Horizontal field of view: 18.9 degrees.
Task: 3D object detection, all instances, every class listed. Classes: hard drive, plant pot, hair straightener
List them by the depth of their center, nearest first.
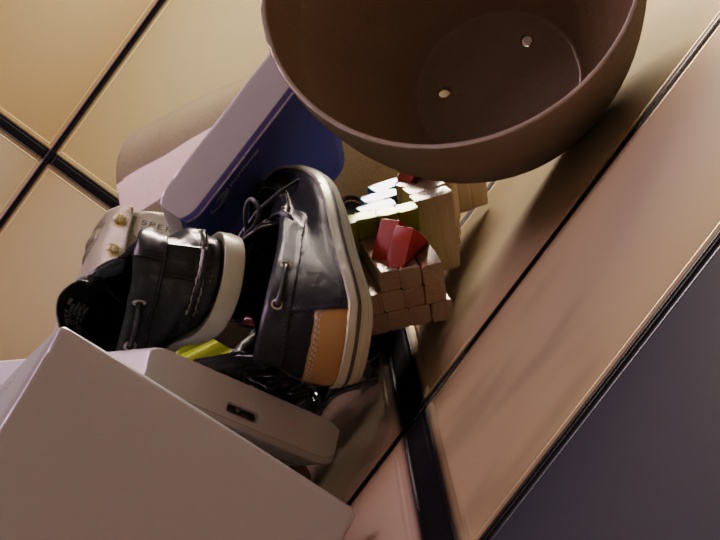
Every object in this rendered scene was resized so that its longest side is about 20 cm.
[{"bbox_3d":[0.061,-0.127,1.146,0.201,0.200,0.135,-55,-25,-11],"label":"plant pot"},{"bbox_3d":[-0.127,0.077,1.150,0.200,0.132,0.027,-6,66,46],"label":"hard drive"},{"bbox_3d":[-0.045,0.062,1.217,0.200,0.041,0.077,7,86,60],"label":"hair straightener"},{"bbox_3d":[-0.058,-0.053,1.261,0.132,0.025,0.200,-53,-12,-13],"label":"hard drive"},{"bbox_3d":[-0.031,-0.069,1.480,0.200,0.187,0.187,-33,17,27],"label":"plant pot"}]

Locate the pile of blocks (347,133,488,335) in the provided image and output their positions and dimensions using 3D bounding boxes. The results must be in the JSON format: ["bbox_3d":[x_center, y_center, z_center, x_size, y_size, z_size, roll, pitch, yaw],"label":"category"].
[{"bbox_3d":[0.020,-0.036,1.204,0.200,0.082,0.062,-67,-27,-61],"label":"pile of blocks"}]

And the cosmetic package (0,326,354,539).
[{"bbox_3d":[-0.135,0.156,1.029,0.167,0.167,0.200,-61,10,-22],"label":"cosmetic package"}]

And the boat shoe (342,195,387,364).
[{"bbox_3d":[0.000,0.000,1.314,0.057,0.069,0.200,-52,15,23],"label":"boat shoe"}]

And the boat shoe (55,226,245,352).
[{"bbox_3d":[-0.128,0.024,1.156,0.199,0.066,0.075,-27,53,61],"label":"boat shoe"}]

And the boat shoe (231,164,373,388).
[{"bbox_3d":[-0.041,-0.003,1.134,0.200,0.062,0.075,-110,28,-61],"label":"boat shoe"}]

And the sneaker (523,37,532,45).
[{"bbox_3d":[0.134,-0.212,1.399,0.080,0.071,0.200,-39,22,30],"label":"sneaker"}]

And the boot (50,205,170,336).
[{"bbox_3d":[-0.145,0.033,1.342,0.200,0.072,0.155,-14,50,62],"label":"boot"}]

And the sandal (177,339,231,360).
[{"bbox_3d":[-0.088,0.055,1.573,0.079,0.087,0.201,-15,50,34],"label":"sandal"}]

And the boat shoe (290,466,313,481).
[{"bbox_3d":[-0.109,0.165,1.209,0.200,0.074,0.076,-29,7,18],"label":"boat shoe"}]

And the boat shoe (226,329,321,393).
[{"bbox_3d":[-0.065,0.078,1.332,0.066,0.072,0.201,-55,2,34],"label":"boat shoe"}]
